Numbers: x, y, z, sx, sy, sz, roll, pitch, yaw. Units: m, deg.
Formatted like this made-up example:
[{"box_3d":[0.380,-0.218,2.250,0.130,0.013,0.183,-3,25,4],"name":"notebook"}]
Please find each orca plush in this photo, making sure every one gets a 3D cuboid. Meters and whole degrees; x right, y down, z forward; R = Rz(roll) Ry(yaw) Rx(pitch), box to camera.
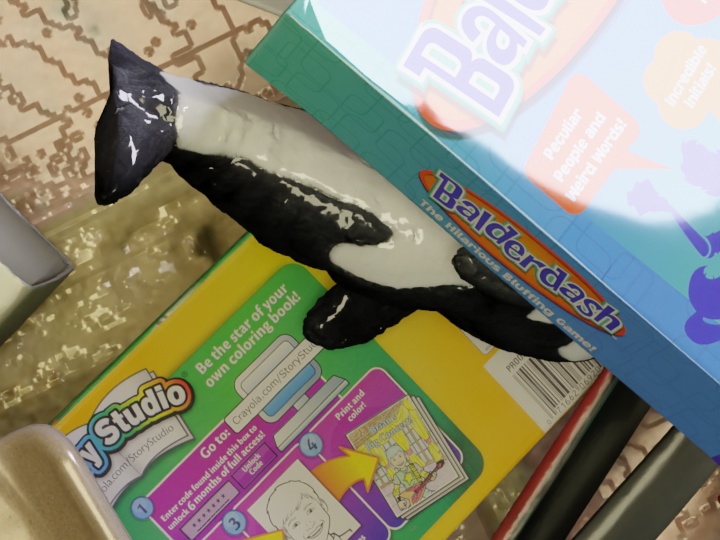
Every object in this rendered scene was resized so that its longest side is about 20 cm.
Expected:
[{"box_3d":[0.000,0.000,0.820,0.200,0.105,0.071,13,115,-37],"name":"orca plush"}]

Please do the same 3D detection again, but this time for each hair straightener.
[{"box_3d":[0.058,0.125,0.855,0.077,0.041,0.200,34,84,35],"name":"hair straightener"}]

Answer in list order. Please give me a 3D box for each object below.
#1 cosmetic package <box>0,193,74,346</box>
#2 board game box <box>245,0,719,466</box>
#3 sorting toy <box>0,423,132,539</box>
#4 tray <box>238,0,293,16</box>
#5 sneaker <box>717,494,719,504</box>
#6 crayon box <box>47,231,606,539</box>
[{"box_3d":[-0.206,0.039,0.899,0.103,0.087,0.200,43,96,-2],"name":"cosmetic package"},{"box_3d":[0.089,-0.055,0.785,0.200,0.045,0.152,40,66,-4],"name":"board game box"},{"box_3d":[-0.127,0.166,0.794,0.200,0.036,0.185,-29,96,9],"name":"sorting toy"},{"box_3d":[-0.042,-0.150,0.906,0.200,0.022,0.108,22,96,0],"name":"tray"},{"box_3d":[0.150,0.043,0.897,0.090,0.078,0.200,28,86,-1],"name":"sneaker"},{"box_3d":[-0.024,0.055,0.872,0.119,0.058,0.200,47,71,-3],"name":"crayon box"}]
